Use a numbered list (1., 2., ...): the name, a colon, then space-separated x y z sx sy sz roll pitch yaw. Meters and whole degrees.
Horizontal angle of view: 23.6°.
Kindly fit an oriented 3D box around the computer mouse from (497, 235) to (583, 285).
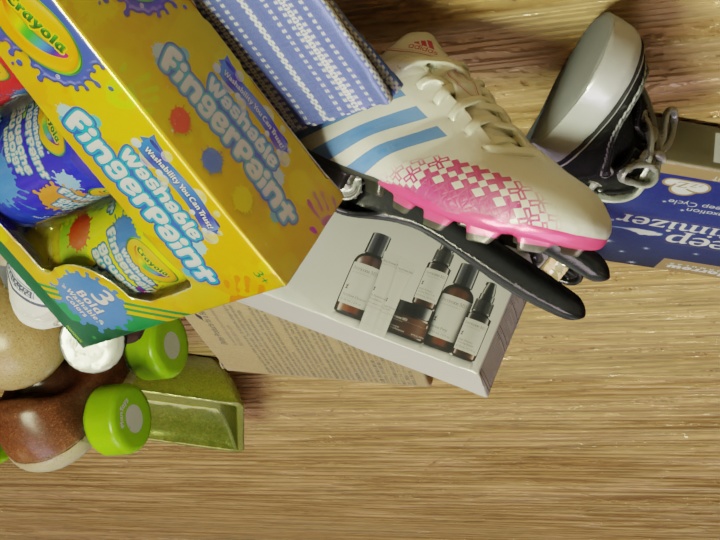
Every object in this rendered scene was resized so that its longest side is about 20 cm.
1. computer mouse: 0.085 -0.009 1.128 0.109 0.044 0.200 27 164 2

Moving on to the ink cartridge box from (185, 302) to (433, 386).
1. ink cartridge box: -0.035 0.016 1.207 0.163 0.076 0.200 5 162 10

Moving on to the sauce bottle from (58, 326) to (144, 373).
1. sauce bottle: -0.165 0.014 1.121 0.065 0.067 0.200 8 -165 -2

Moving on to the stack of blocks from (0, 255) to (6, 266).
1. stack of blocks: -0.214 -0.060 1.073 0.114 0.059 0.200 15 160 -24

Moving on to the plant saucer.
1. plant saucer: -0.203 0.113 1.600 0.197 0.048 0.200 8 162 -1

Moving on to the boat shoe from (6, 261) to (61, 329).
1. boat shoe: -0.116 -0.015 1.017 0.201 0.075 0.086 -28 161 -28

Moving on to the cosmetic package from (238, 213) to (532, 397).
1. cosmetic package: 0.000 0.000 1.049 0.198 0.083 0.051 19 163 19

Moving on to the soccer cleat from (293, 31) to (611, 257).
1. soccer cleat: 0.040 -0.068 0.836 0.199 0.087 0.069 22 -169 38

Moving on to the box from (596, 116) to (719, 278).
1. box: 0.197 -0.034 1.040 0.120 0.033 0.200 9 162 -5

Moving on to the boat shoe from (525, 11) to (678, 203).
1. boat shoe: 0.124 -0.067 0.879 0.068 0.074 0.200 25 161 1

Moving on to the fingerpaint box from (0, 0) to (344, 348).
1. fingerpaint box: -0.134 -0.068 0.845 0.166 0.074 0.201 -16 121 42

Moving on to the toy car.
1. toy car: -0.260 0.040 1.341 0.163 0.159 0.201 -7 128 28

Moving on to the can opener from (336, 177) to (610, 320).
1. can opener: 0.052 -0.039 0.979 0.198 0.064 0.079 27 -154 6

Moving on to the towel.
1. towel: -0.089 -0.118 0.847 0.199 0.024 0.145 -11 129 41
